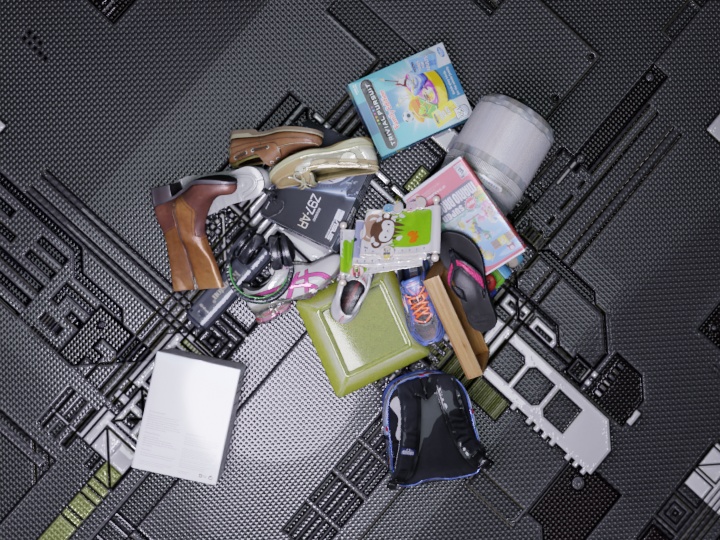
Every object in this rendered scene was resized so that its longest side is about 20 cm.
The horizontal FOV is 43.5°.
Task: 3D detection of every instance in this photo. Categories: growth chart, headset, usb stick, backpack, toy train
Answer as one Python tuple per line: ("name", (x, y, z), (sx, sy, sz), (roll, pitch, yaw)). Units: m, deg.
("growth chart", (0.051, -0.057, 1.583), (0.197, 0.018, 0.147), (-13, 62, 13))
("headset", (-0.173, -0.043, 1.607), (0.122, 0.094, 0.203), (10, 79, 1))
("usb stick", (-0.242, 0.026, 1.680), (0.055, 0.033, 0.200), (42, 86, -2))
("backpack", (0.124, 0.277, 1.634), (0.197, 0.154, 0.193), (-8, 96, -10))
("toy train", (0.207, -0.053, 1.693), (0.115, 0.085, 0.200), (-41, 89, -16))

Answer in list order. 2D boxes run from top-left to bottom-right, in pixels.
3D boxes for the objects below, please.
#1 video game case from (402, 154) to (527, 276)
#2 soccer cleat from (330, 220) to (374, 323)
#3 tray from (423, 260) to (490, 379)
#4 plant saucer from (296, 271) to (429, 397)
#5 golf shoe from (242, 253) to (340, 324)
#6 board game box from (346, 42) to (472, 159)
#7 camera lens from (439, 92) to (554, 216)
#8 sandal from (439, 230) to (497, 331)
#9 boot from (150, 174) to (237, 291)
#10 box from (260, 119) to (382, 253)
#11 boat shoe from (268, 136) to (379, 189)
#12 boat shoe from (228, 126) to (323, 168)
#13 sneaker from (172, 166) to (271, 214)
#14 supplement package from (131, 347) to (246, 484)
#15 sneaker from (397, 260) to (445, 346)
("video game case", (0.183, -0.085, 1.598), (0.142, 0.017, 0.201), (-34, 94, 34))
("soccer cleat", (0.000, 0.000, 1.623), (0.068, 0.085, 0.202), (23, 82, -7))
("tray", (0.177, 0.087, 1.650), (0.037, 0.099, 0.202), (-21, 102, 22))
("plant saucer", (0.006, 0.108, 1.685), (0.198, 0.048, 0.202), (-25, 89, -4))
("golf shoe", (-0.123, 0.015, 1.662), (0.198, 0.073, 0.093), (-30, 101, -5))
("board game box", (0.094, -0.319, 1.710), (0.198, 0.047, 0.153), (-25, 89, -5))
("camera lens", (0.249, -0.211, 1.658), (0.159, 0.160, 0.201), (32, 86, -2))
("sandal", (0.190, 0.022, 1.603), (0.074, 0.045, 0.202), (-15, 104, 32))
("boot", (-0.282, -0.063, 1.620), (0.186, 0.068, 0.203), (-9, 99, 19))
("box", (-0.073, -0.157, 1.673), (0.159, 0.044, 0.202), (26, 86, 15))
("boat shoe", (-0.066, -0.180, 1.617), (0.198, 0.073, 0.064), (-15, 72, 1))
("boat shoe", (-0.154, -0.220, 1.650), (0.198, 0.072, 0.069), (0, 80, 32))
("sneaker", (-0.257, -0.149, 1.671), (0.197, 0.081, 0.078), (-6, 102, 16))
("supplement package", (-0.300, 0.254, 1.606), (0.150, 0.151, 0.203), (12, 87, -2))
("sneaker", (0.100, 0.045, 1.648), (0.074, 0.078, 0.202), (-22, 64, 11))
